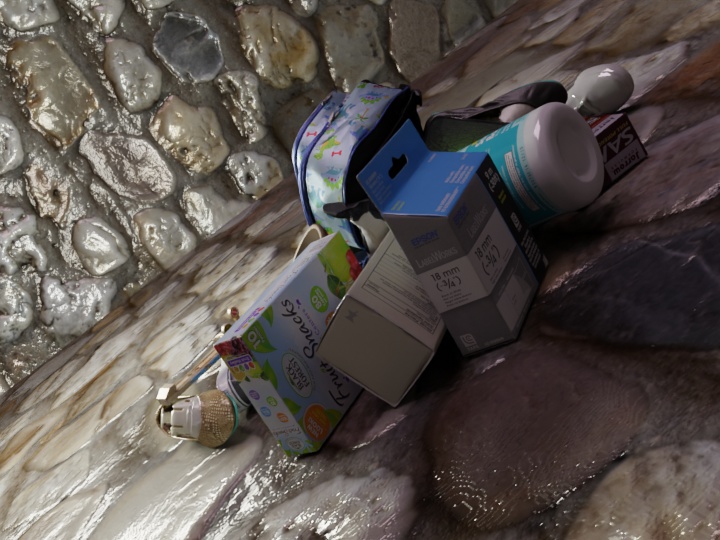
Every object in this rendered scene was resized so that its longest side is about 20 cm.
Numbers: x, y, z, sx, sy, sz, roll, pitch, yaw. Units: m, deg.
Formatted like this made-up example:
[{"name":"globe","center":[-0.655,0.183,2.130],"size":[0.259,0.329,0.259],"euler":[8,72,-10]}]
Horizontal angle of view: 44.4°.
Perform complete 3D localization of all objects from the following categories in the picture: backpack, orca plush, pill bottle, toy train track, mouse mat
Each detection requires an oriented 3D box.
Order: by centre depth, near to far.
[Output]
[{"name":"pill bottle","center":[0.155,-0.093,0.956],"size":[0.198,0.112,0.111],"euler":[-24,17,45]},{"name":"orca plush","center":[0.021,-0.044,1.034],"size":[0.105,0.199,0.072],"euler":[-42,50,20]},{"name":"mouse mat","center":[0.130,-0.108,1.083],"size":[0.198,0.007,0.164],"euler":[16,87,48]},{"name":"toy train track","center":[-0.191,0.097,1.143],"size":[0.113,0.033,0.200],"euler":[-8,29,48]},{"name":"backpack","center":[-0.006,-0.137,1.201],"size":[0.145,0.185,0.201],"euler":[12,49,30]}]

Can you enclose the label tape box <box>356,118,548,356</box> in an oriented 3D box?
[{"name":"label tape box","center":[0.095,-0.045,0.844],"size":[0.063,0.202,0.145],"euler":[-21,18,34]}]

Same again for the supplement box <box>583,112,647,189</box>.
[{"name":"supplement box","center":[0.245,-0.132,1.077],"size":[0.108,0.061,0.200],"euler":[-38,15,-9]}]

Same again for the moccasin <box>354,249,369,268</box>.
[{"name":"moccasin","center":[0.020,0.001,1.139],"size":[0.199,0.081,0.068],"euler":[-37,12,-3]}]

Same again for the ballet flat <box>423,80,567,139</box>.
[{"name":"ballet flat","center":[0.175,-0.187,1.152],"size":[0.196,0.068,0.069],"euler":[-14,46,25]}]

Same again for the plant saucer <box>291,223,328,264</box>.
[{"name":"plant saucer","center":[-0.065,0.045,1.092],"size":[0.200,0.029,0.205],"euler":[-167,89,-74]}]

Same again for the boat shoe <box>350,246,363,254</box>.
[{"name":"boat shoe","center":[0.000,0.000,1.235],"size":[0.071,0.068,0.199],"euler":[23,52,40]}]

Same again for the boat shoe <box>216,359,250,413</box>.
[{"name":"boat shoe","center":[-0.148,0.118,1.179],"size":[0.067,0.072,0.200],"euler":[-34,15,6]}]

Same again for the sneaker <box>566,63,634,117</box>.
[{"name":"sneaker","center":[0.296,-0.212,1.234],"size":[0.199,0.075,0.089],"euler":[-27,27,54]}]

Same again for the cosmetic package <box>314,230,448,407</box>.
[{"name":"cosmetic package","center":[0.044,0.029,0.899],"size":[0.088,0.102,0.200],"euler":[-59,-4,35]}]

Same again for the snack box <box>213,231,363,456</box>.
[{"name":"snack box","center":[-0.048,0.073,0.930],"size":[0.052,0.144,0.200],"euler":[-20,19,41]}]

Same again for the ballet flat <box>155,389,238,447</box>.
[{"name":"ballet flat","center":[-0.212,0.187,1.100],"size":[0.064,0.072,0.199],"euler":[2,-13,-27]}]
